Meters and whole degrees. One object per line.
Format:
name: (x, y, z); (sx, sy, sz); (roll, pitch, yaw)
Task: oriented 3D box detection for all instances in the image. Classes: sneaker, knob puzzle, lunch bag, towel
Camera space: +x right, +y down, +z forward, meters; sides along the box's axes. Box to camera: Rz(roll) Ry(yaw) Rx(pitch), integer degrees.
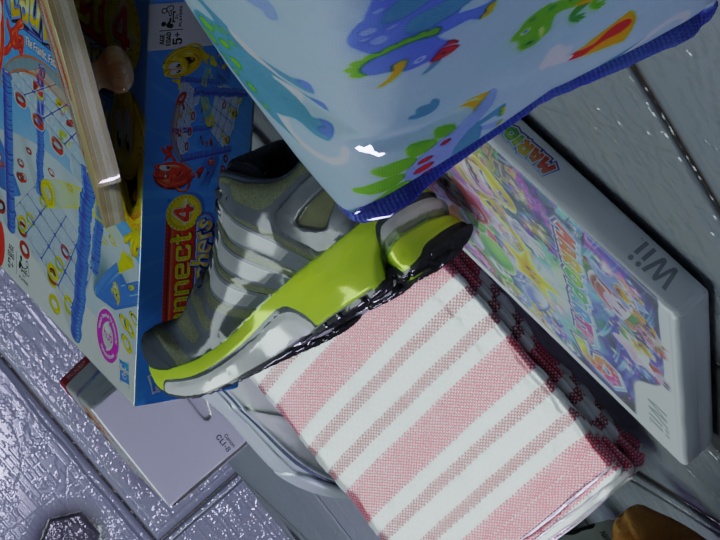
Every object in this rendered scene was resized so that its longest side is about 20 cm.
sneaker: (-0.033, 0.063, 1.140); (0.070, 0.074, 0.200); (-20, 135, 38)
knob puzzle: (-0.121, -0.129, 0.847); (0.220, 0.030, 0.221); (164, 90, -83)
lunch bag: (-0.017, -0.132, 0.419); (0.201, 0.127, 0.170); (61, 175, 14)
sneaker: (-0.034, -0.008, 0.866); (0.200, 0.074, 0.081); (-32, 83, 47)
towel: (0.022, 0.047, 0.953); (0.200, 0.030, 0.146); (50, 132, 7)

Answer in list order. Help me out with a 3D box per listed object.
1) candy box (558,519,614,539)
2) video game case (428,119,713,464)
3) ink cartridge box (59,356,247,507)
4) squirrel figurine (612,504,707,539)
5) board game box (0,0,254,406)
candy box: (0.129, 0.250, 1.080); (0.137, 0.061, 0.201); (-124, 28, -46)
video game case: (0.056, -0.023, 0.783); (0.200, 0.018, 0.143); (45, 169, 25)
ink cartridge box: (-0.211, 0.139, 2.233); (0.146, 0.144, 0.200); (52, 169, -14)
squirrel figurine: (0.146, 0.204, 0.822); (0.199, 0.142, 0.187); (30, -175, 11)
board game box: (-0.121, -0.068, 0.998); (0.200, 0.055, 0.197); (37, 129, 51)
